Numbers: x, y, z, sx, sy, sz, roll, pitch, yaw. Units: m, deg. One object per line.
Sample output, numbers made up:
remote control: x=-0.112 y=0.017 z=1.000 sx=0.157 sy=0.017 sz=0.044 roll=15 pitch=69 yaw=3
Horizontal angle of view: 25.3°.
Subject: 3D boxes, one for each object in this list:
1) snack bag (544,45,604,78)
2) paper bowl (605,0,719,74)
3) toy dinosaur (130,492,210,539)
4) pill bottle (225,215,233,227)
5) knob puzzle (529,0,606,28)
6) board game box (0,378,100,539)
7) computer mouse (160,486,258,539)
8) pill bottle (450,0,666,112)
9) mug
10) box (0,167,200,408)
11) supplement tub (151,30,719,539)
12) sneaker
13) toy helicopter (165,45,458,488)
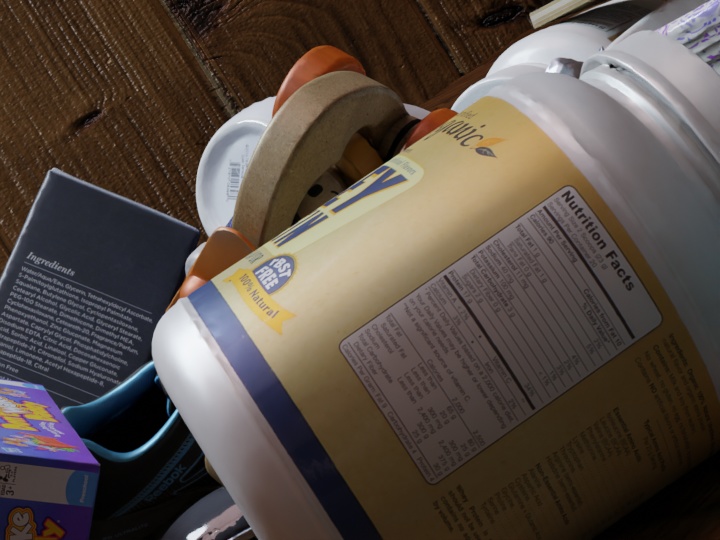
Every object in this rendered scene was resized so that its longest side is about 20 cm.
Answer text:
snack bag: x=0.055 y=-0.014 z=0.696 sx=0.189 sy=0.021 sz=0.200 roll=-53 pitch=-11 yaw=13
paper bowl: x=0.235 y=-0.123 z=0.854 sx=0.200 sy=0.105 sz=0.201 roll=-33 pitch=7 yaw=5
toy dinosaur: x=-0.140 y=0.161 z=0.877 sx=0.200 sy=0.048 sz=0.088 roll=-40 pitch=16 yaw=-21
pill bottle: x=-0.046 y=0.021 z=0.978 sx=0.116 sy=0.116 sz=0.200 roll=-40 pitch=-6 yaw=-44
knob puzzle: x=0.218 y=-0.209 z=0.949 sx=0.217 sy=0.031 sz=0.220 roll=-23 pitch=2 yaw=1
board game box: x=-0.166 y=0.131 z=0.734 sx=0.044 sy=0.136 sz=0.200 roll=9 pitch=2 yaw=-19
computer mouse: x=-0.038 y=0.104 z=0.775 sx=0.199 sy=0.046 sz=0.140 roll=-35 pitch=7 yaw=-8
pill bottle: x=0.135 y=-0.095 z=0.978 sx=0.114 sy=0.115 sz=0.199 roll=-27 pitch=1 yaw=37
mug: x=-0.032 y=-0.027 z=1.118 sx=0.147 sy=0.202 sz=0.174 roll=22 pitch=10 yaw=35
box: x=-0.192 y=0.065 z=1.025 sx=0.149 sy=0.106 sz=0.202 roll=127 pitch=163 yaw=-67
supplement tub: x=0.045 y=0.025 z=0.540 sx=0.199 sy=0.145 sz=0.144 roll=-34 pitch=7 yaw=-6
sneaker: x=-0.072 y=0.076 z=0.843 sx=0.198 sy=0.073 sz=0.082 roll=-26 pitch=-36 yaw=-21
toy helicopter: x=-0.033 y=0.014 z=0.654 sx=0.132 sy=0.078 sz=0.202 roll=-30 pitch=-37 yaw=-51
